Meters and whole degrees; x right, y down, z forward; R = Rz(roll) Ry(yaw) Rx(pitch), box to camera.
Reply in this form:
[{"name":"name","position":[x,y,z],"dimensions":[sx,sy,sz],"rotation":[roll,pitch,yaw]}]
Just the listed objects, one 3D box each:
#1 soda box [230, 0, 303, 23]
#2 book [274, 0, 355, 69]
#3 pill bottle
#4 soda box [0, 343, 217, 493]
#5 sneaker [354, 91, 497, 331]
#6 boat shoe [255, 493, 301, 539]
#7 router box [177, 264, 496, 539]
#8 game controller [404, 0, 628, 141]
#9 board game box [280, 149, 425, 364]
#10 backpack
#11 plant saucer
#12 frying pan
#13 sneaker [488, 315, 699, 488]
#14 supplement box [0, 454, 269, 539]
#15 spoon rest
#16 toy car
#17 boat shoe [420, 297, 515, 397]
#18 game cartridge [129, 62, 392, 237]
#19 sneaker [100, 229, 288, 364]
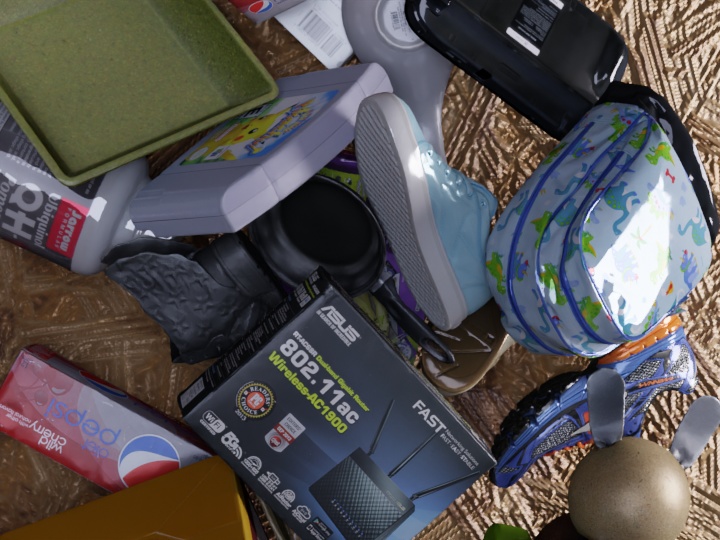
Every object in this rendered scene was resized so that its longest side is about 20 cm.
[{"name":"soda box","position":[-0.090,-0.298,1.450],"dimensions":[0.063,0.070,0.201],"rotation":[-22,69,16]},{"name":"book","position":[-0.001,-0.275,1.507],"dimensions":[0.134,0.048,0.200],"rotation":[44,93,-2]},{"name":"pill bottle","position":[-0.234,-0.063,1.481],"dimensions":[0.199,0.111,0.111],"rotation":[24,92,0]},{"name":"soda box","position":[-0.195,0.136,1.510],"dimensions":[0.199,0.063,0.070],"rotation":[29,93,0]},{"name":"sneaker","position":[0.057,-0.056,1.417],"dimensions":[0.082,0.074,0.201],"rotation":[-33,125,-21]},{"name":"boat shoe","position":[-0.049,0.166,1.500],"dimensions":[0.073,0.063,0.201],"rotation":[-22,97,12]},{"name":"router box","position":[-0.017,0.119,1.422],"dimensions":[0.150,0.062,0.200],"rotation":[-43,107,3]},{"name":"game controller","position":[0.126,-0.186,1.476],"dimensions":[0.200,0.042,0.105],"rotation":[34,69,-25]},{"name":"board game box","position":[-0.002,0.008,1.494],"dimensions":[0.119,0.032,0.201],"rotation":[14,110,4]},{"name":"backpack","position":[0.182,-0.022,1.424],"dimensions":[0.200,0.154,0.164],"rotation":[-34,116,-20]},{"name":"plant saucer","position":[-0.198,-0.159,1.457],"dimensions":[0.199,0.048,0.200],"rotation":[-26,67,-29]},{"name":"frying pan","position":[0.003,-0.013,1.432],"dimensions":[0.189,0.031,0.115],"rotation":[24,131,8]},{"name":"sneaker","position":[0.187,0.114,1.503],"dimensions":[0.200,0.075,0.079],"rotation":[-37,94,3]},{"name":"supplement box","position":[-0.151,0.283,1.440],"dimensions":[0.196,0.133,0.201],"rotation":[-20,122,1]},{"name":"spoon rest","position":[0.042,-0.156,1.496],"dimensions":[0.099,0.061,0.201],"rotation":[-9,98,0]},{"name":"toy car","position":[0.200,0.180,1.455],"dimensions":[0.163,0.158,0.201],"rotation":[14,97,-9]},{"name":"boat shoe","position":[0.115,0.020,1.506],"dimensions":[0.072,0.065,0.200],"rotation":[37,74,5]},{"name":"game cartridge","position":[-0.069,-0.094,1.426],"dimensions":[0.200,0.133,0.041],"rotation":[-44,121,-36]},{"name":"sneaker","position":[-0.103,0.043,1.451],"dimensions":[0.104,0.060,0.200],"rotation":[-32,115,4]}]
